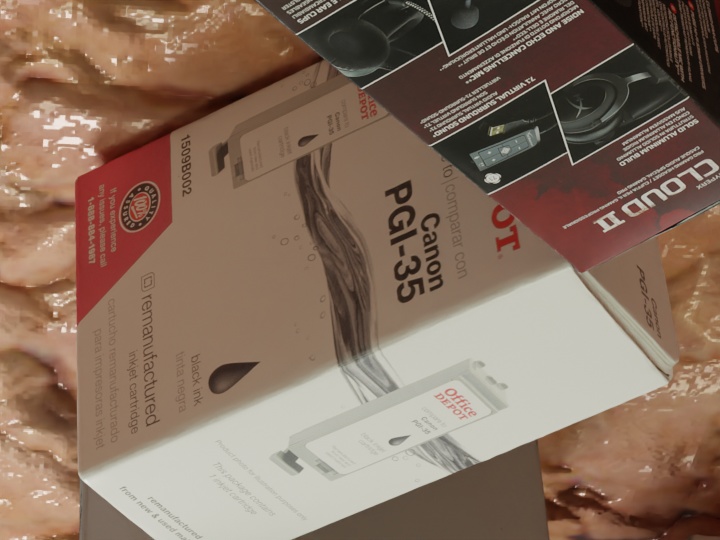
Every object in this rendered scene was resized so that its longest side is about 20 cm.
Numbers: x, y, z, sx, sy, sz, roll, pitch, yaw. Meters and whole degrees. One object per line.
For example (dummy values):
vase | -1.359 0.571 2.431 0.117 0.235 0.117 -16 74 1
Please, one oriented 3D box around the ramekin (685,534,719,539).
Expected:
ramekin | 0.134 0.210 1.122 0.094 0.202 0.203 43 132 6

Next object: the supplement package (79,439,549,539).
supplement package | -0.022 0.147 1.013 0.190 0.201 0.148 0 141 -5

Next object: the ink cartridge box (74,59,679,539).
ink cartridge box | 0.000 0.000 0.879 0.199 0.147 0.083 -24 137 21

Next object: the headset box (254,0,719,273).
headset box | 0.045 -0.107 0.754 0.077 0.150 0.200 -28 136 26
